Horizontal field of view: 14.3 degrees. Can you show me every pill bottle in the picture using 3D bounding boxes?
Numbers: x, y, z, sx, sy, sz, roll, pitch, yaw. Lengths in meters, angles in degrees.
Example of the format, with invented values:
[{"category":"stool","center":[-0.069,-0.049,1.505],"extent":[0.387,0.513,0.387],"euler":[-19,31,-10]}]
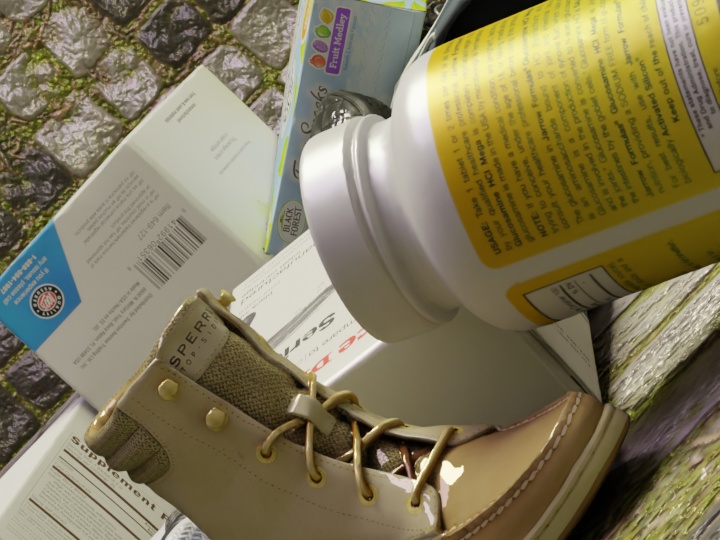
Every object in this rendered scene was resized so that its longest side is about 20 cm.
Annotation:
[{"category":"pill bottle","center":[0.084,-0.045,1.051],"extent":[0.200,0.113,0.112],"euler":[-21,16,20]}]

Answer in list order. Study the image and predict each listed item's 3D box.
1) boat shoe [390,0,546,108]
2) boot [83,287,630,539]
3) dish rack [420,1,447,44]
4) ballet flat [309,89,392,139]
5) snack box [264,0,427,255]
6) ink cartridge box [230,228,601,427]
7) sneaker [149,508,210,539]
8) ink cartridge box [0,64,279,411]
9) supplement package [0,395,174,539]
[{"category":"boat shoe","center":[0.059,-0.093,1.463],"extent":[0.200,0.075,0.062],"euler":[-62,2,30]},{"category":"boot","center":[-0.007,0.063,1.062],"extent":[0.200,0.155,0.073],"euler":[-39,10,50]},{"category":"dish rack","center":[0.061,-0.149,1.556],"extent":[0.153,0.054,0.200],"euler":[-86,4,-53]},{"category":"ballet flat","center":[0.000,0.000,1.491],"extent":[0.057,0.066,0.200],"euler":[-132,40,-52]},{"category":"snack box","center":[-0.005,-0.124,1.615],"extent":[0.200,0.068,0.169],"euler":[-88,8,-59]},{"category":"ink cartridge box","center":[0.018,0.032,1.229],"extent":[0.145,0.084,0.200],"euler":[-38,17,15]},{"category":"sneaker","center":[-0.078,0.142,1.411],"extent":[0.115,0.075,0.200],"euler":[-44,7,31]},{"category":"ink cartridge box","center":[-0.084,0.014,1.666],"extent":[0.147,0.200,0.145],"euler":[-45,5,25]},{"category":"supplement package","center":[-0.171,0.178,1.605],"extent":[0.121,0.120,0.200],"euler":[-45,6,24]}]
